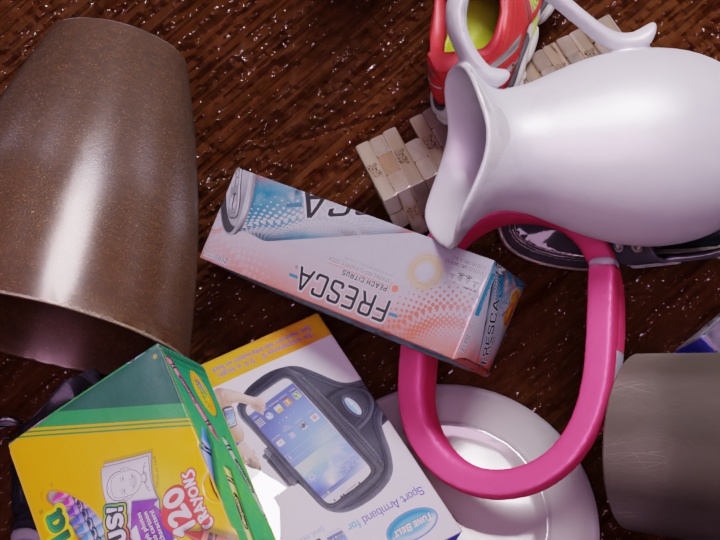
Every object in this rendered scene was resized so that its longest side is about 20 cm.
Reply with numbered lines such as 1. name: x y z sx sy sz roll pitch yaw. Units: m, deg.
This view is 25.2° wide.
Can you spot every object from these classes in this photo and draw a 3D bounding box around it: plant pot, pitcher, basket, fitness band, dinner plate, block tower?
1. plant pot: -0.180 -0.053 1.035 0.186 0.187 0.201 11 74 3
2. pitcher: 0.144 -0.100 0.979 0.199 0.121 0.172 -2 101 -14
3. basket: 0.260 0.110 0.977 0.199 0.180 0.136 1 93 30
4. fitness band: 0.095 0.047 1.031 0.143 0.037 0.201 1 76 22
5. dinner plate: 0.056 0.165 1.044 0.199 0.024 0.201 -1 66 2
6. block tower: 0.100 -0.096 1.069 0.200 0.054 0.058 -26 55 0

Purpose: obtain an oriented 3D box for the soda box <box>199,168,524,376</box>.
1. soda box: 0.000 0.000 1.034 0.200 0.064 0.069 21 86 27

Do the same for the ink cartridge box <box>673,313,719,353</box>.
1. ink cartridge box: 0.297 0.046 1.070 0.200 0.039 0.100 -40 86 -1

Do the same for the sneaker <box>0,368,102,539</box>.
1. sneaker: -0.143 0.114 1.059 0.199 0.075 0.114 -16 85 -1

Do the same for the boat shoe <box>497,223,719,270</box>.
1. boat shoe: 0.191 -0.037 1.066 0.199 0.063 0.073 0 88 3

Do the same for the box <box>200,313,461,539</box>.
1. box: -0.028 0.133 1.012 0.119 0.042 0.200 -24 64 -26

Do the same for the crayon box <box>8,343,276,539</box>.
1. crayon box: -0.118 0.160 0.945 0.119 0.058 0.200 -33 63 12

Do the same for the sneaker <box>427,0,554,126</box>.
1. sneaker: 0.088 -0.189 1.047 0.077 0.085 0.200 3 60 18
